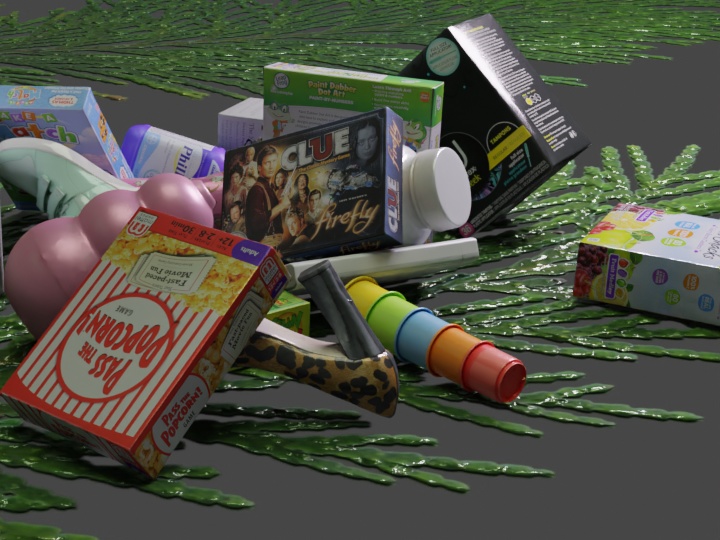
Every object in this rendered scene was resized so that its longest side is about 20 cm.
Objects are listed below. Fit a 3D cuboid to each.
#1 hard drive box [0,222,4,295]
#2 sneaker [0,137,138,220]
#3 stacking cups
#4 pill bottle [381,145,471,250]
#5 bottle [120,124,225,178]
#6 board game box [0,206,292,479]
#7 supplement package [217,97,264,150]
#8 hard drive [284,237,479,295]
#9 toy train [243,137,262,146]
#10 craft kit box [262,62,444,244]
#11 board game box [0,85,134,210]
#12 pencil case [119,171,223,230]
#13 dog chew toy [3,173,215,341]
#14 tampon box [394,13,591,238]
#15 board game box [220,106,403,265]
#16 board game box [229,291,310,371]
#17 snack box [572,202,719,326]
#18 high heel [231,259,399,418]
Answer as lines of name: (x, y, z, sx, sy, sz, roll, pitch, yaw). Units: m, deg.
hard drive box: (-0.407, -0.091, 1.392, 0.076, 0.201, 0.156, -5, 21, -17)
sneaker: (-0.310, -0.056, 1.410, 0.200, 0.074, 0.118, 25, 57, 8)
stacking cups: (0.063, 0.068, 1.240, 0.060, 0.061, 0.200, -17, 33, -41)
pill bottle: (0.009, -0.069, 1.425, 0.199, 0.111, 0.111, -10, 12, 30)
bottle: (-0.187, -0.108, 1.626, 0.199, 0.084, 0.065, 19, 3, 7)
board game box: (-0.171, 0.052, 1.104, 0.151, 0.046, 0.200, 16, 61, 33)
supplement package: (-0.063, -0.138, 1.679, 0.199, 0.114, 0.110, 8, 20, 15)
hard drive: (0.000, 0.000, 1.369, 0.199, 0.027, 0.132, -8, -4, -26)
toy train: (-0.051, -0.096, 1.594, 0.200, 0.034, 0.046, 33, 0, 14)
craft kit box: (-0.014, -0.119, 1.513, 0.199, 0.199, 0.049, 10, 22, 18)
board game box: (-0.344, -0.132, 1.537, 0.150, 0.200, 0.037, 3, 59, 11)
pencil case: (-0.227, -0.069, 1.526, 0.199, 0.087, 0.083, -5, 64, -17)
dog chew toy: (-0.219, -0.015, 1.242, 0.200, 0.125, 0.125, -35, 27, -4)
tampon box: (0.137, -0.170, 1.608, 0.200, 0.150, 0.126, 52, 34, 5)
board game box: (-0.051, -0.074, 1.374, 0.199, 0.136, 0.035, -12, -25, 30)
board game box: (-0.148, 0.032, 1.309, 0.101, 0.048, 0.200, -15, 26, -38)
snack box: (0.342, -0.006, 1.438, 0.199, 0.068, 0.169, 13, 22, 21)
high heel: (-0.071, 0.096, 1.159, 0.199, 0.143, 0.071, -28, 8, 19)
